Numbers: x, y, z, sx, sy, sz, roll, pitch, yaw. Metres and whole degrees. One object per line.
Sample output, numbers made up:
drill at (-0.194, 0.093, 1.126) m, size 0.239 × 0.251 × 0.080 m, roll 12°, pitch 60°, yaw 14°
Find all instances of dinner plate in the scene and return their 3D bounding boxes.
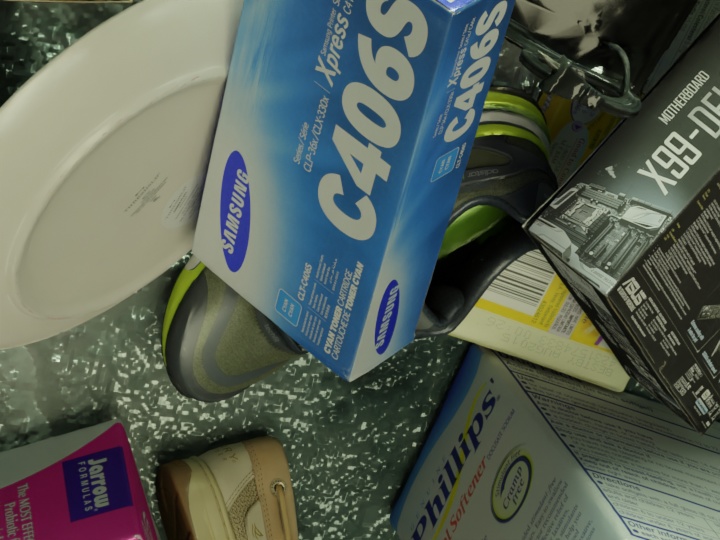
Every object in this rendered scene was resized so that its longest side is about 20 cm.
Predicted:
dinner plate at (-0.094, -0.035, 1.111) m, size 0.200 × 0.024 × 0.200 m, roll -37°, pitch 158°, yaw -17°

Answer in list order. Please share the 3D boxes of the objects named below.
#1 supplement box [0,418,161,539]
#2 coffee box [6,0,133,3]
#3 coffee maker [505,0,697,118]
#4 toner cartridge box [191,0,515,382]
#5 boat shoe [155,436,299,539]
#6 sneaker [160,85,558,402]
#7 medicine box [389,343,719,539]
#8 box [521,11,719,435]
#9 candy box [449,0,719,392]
supplement box at (-0.181, 0.155, 1.189) m, size 0.200 × 0.101 × 0.103 m, roll -16°, pitch 119°, yaw -3°
coffee box at (-0.125, -0.214, 1.031) m, size 0.080 × 0.114 × 0.200 m, roll 0°, pitch 116°, yaw -17°
coffee maker at (0.121, -0.178, 1.078) m, size 0.135 × 0.192 × 0.200 m, roll 19°, pitch 111°, yaw -38°
toner cartridge box at (-0.006, -0.058, 1.071) m, size 0.043 × 0.095 × 0.200 m, roll -32°, pitch 150°, yaw -37°
boat shoe at (-0.035, 0.176, 1.246) m, size 0.064 × 0.071 × 0.200 m, roll -17°, pitch 96°, yaw -19°
sneaker at (0.000, 0.000, 1.179) m, size 0.200 × 0.081 × 0.074 m, roll -34°, pitch 131°, yaw 13°
medicine box at (0.136, 0.138, 1.232) m, size 0.182 × 0.200 × 0.103 m, roll 19°, pitch 106°, yaw -24°
box at (0.162, -0.028, 1.177) m, size 0.158 × 0.050 × 0.200 m, roll -48°, pitch 153°, yaw -2°
candy box at (0.119, -0.047, 1.237) m, size 0.102 × 0.026 × 0.200 m, roll 18°, pitch 109°, yaw -27°
